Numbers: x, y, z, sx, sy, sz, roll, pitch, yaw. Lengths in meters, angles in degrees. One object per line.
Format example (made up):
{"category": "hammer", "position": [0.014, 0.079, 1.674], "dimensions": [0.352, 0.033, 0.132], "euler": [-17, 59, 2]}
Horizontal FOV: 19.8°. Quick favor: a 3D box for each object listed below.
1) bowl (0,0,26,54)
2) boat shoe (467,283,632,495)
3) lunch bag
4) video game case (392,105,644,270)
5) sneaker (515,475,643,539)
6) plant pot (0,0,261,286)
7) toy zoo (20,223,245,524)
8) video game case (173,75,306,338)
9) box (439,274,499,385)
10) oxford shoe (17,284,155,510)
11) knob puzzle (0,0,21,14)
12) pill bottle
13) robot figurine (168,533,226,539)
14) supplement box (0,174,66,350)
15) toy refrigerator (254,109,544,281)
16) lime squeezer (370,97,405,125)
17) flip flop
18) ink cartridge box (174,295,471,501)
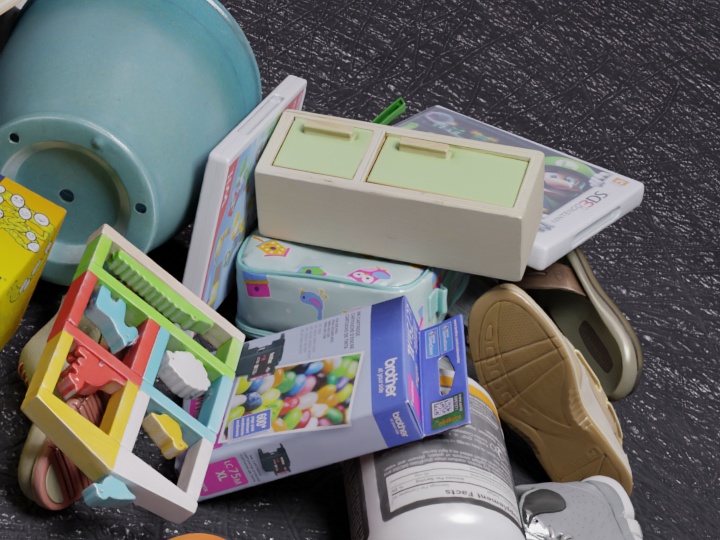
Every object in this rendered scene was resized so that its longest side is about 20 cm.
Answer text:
{"category": "bowl", "position": [-0.203, -0.169, 1.648], "dimensions": [0.198, 0.075, 0.200], "euler": [22, 17, -13]}
{"category": "boat shoe", "position": [0.141, 0.089, 1.547], "dimensions": [0.201, 0.073, 0.069], "euler": [60, 18, -20]}
{"category": "lunch bag", "position": [0.000, 0.000, 1.560], "dimensions": [0.159, 0.078, 0.200], "euler": [11, 28, 14]}
{"category": "video game case", "position": [0.098, -0.070, 1.612], "dimensions": [0.199, 0.024, 0.182], "euler": [23, 28, 24]}
{"category": "sneaker", "position": [0.154, 0.219, 1.443], "dimensions": [0.115, 0.075, 0.200], "euler": [7, 29, -23]}
{"category": "plant pot", "position": [-0.185, -0.092, 1.466], "dimensions": [0.199, 0.201, 0.188], "euler": [26, 31, -5]}
{"category": "toy zoo", "position": [-0.146, 0.075, 1.333], "dimensions": [0.131, 0.020, 0.201], "euler": [40, 36, -20]}
{"category": "video game case", "position": [-0.087, -0.050, 1.523], "dimensions": [0.017, 0.144, 0.200], "euler": [18, 25, 8]}
{"category": "box", "position": [0.072, 0.073, 1.584], "dimensions": [0.082, 0.049, 0.200], "euler": [34, 33, 8]}
{"category": "oxford shoe", "position": [-0.196, 0.084, 1.370], "dimensions": [0.073, 0.071, 0.201], "euler": [2, 35, 14]}
{"category": "knob puzzle", "position": [-0.323, -0.193, 1.529], "dimensions": [0.031, 0.218, 0.220], "euler": [64, 25, -22]}
{"category": "pill bottle", "position": [0.050, 0.169, 1.378], "dimensions": [0.116, 0.117, 0.201], "euler": [16, 36, -19]}
{"category": "robot figurine", "position": [-0.068, 0.231, 1.206], "dimensions": [0.199, 0.117, 0.144], "euler": [32, 72, 3]}
{"category": "supplement box", "position": [-0.287, 0.021, 1.324], "dimensions": [0.108, 0.110, 0.200], "euler": [29, 32, -1]}
{"category": "toy refrigerator", "position": [0.029, -0.058, 1.494], "dimensions": [0.198, 0.070, 0.076], "euler": [10, 45, 14]}
{"category": "lime squeezer", "position": [-0.051, -0.078, 1.685], "dimensions": [0.199, 0.071, 0.038], "euler": [-21, 70, -15]}
{"category": "flip flop", "position": [0.145, 0.023, 1.604], "dimensions": [0.057, 0.081, 0.201], "euler": [-15, 57, -30]}
{"category": "ink cartridge box", "position": [-0.026, 0.082, 1.395], "dimensions": [0.198, 0.042, 0.120], "euler": [-15, 35, 11]}
